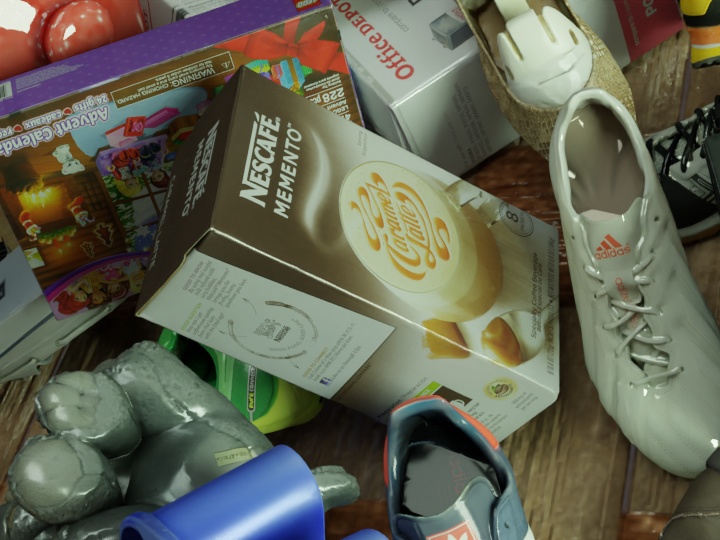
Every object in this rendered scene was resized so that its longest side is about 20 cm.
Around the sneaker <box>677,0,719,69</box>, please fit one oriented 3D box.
[{"bbox_3d":[0.217,-0.184,0.814,0.070,0.090,0.200,-10,20,21],"label":"sneaker"}]

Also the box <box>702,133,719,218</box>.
[{"bbox_3d":[0.271,0.003,0.620,0.199,0.149,0.125,-15,45,13],"label":"box"}]

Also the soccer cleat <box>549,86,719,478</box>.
[{"bbox_3d":[0.134,0.005,0.698,0.069,0.078,0.201,-18,74,9],"label":"soccer cleat"}]

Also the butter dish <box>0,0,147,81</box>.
[{"bbox_3d":[-0.199,-0.145,0.823,0.199,0.200,0.148,-40,41,-27],"label":"butter dish"}]

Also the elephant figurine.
[{"bbox_3d":[-0.127,0.134,0.730,0.155,0.200,0.141,47,52,12],"label":"elephant figurine"}]

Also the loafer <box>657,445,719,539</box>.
[{"bbox_3d":[0.193,0.160,0.585,0.071,0.073,0.200,-41,40,3],"label":"loafer"}]

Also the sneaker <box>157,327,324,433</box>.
[{"bbox_3d":[-0.089,0.020,0.837,0.083,0.074,0.200,-27,45,-3],"label":"sneaker"}]

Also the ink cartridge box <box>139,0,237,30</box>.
[{"bbox_3d":[-0.089,-0.132,0.934,0.067,0.116,0.200,-23,41,-24],"label":"ink cartridge box"}]

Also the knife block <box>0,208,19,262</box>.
[{"bbox_3d":[-0.197,-0.041,0.897,0.175,0.064,0.200,-37,16,-10],"label":"knife block"}]

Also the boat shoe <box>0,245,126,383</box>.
[{"bbox_3d":[-0.223,0.044,0.889,0.200,0.065,0.074,-29,48,30],"label":"boat shoe"}]

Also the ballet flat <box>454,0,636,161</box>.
[{"bbox_3d":[0.088,-0.139,0.791,0.070,0.065,0.200,-35,61,11],"label":"ballet flat"}]

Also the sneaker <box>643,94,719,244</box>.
[{"bbox_3d":[0.204,-0.076,0.769,0.199,0.088,0.076,-16,48,15],"label":"sneaker"}]

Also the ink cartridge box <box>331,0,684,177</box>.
[{"bbox_3d":[0.080,-0.162,0.909,0.200,0.085,0.146,-35,44,-4],"label":"ink cartridge box"}]

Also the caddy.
[{"bbox_3d":[-0.038,0.175,0.596,0.105,0.200,0.141,-29,41,-23],"label":"caddy"}]

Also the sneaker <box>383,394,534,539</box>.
[{"bbox_3d":[0.053,0.145,0.636,0.075,0.085,0.200,-25,56,2],"label":"sneaker"}]

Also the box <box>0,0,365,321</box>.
[{"bbox_3d":[-0.097,-0.064,0.768,0.199,0.137,0.039,-20,41,-4],"label":"box"}]

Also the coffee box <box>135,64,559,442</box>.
[{"bbox_3d":[0.000,0.000,0.719,0.080,0.200,0.115,-44,30,42],"label":"coffee box"}]
